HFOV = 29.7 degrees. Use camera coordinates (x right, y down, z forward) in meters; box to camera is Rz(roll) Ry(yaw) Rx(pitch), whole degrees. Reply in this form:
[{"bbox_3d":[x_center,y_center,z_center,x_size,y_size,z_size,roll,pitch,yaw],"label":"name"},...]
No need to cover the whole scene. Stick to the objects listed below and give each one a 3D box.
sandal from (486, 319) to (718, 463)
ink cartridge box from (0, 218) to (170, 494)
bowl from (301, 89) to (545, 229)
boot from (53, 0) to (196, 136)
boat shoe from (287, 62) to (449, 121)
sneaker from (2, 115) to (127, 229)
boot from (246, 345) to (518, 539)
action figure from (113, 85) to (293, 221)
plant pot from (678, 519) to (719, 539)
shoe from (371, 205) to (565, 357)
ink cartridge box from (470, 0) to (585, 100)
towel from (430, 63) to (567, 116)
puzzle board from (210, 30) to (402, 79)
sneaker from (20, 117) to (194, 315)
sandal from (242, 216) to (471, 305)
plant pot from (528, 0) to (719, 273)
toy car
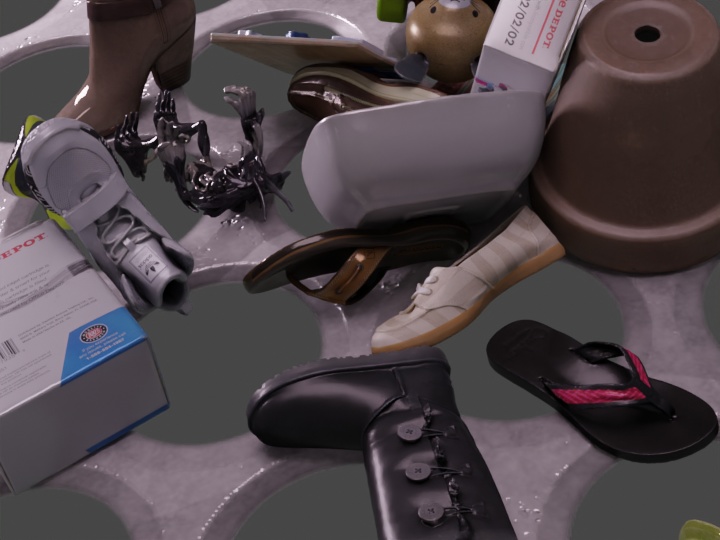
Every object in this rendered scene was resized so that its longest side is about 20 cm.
[{"bbox_3d":[0.173,0.081,1.012,0.199,0.046,0.075,28,53,37],"label":"sandal"},{"bbox_3d":[-0.266,0.064,1.110,0.144,0.085,0.200,-29,43,-18],"label":"ink cartridge box"},{"bbox_3d":[0.055,-0.081,1.140,0.197,0.200,0.076,-9,81,-9],"label":"bowl"},{"bbox_3d":[-0.256,-0.232,1.403,0.199,0.148,0.070,-35,47,-25],"label":"boot"},{"bbox_3d":[-0.001,-0.145,1.302,0.200,0.075,0.075,15,67,39],"label":"boat shoe"},{"bbox_3d":[-0.252,-0.079,1.208,0.080,0.200,0.075,17,82,13],"label":"sneaker"},{"bbox_3d":[0.010,0.151,0.964,0.162,0.066,0.201,-16,44,-2],"label":"boot"},{"bbox_3d":[-0.146,-0.113,1.276,0.198,0.103,0.118,24,39,37],"label":"action figure"},{"bbox_3d":[0.166,0.271,0.707,0.189,0.201,0.200,-37,44,-9],"label":"plant pot"},{"bbox_3d":[0.080,0.010,1.093,0.199,0.054,0.070,-31,6,-29],"label":"shoe"},{"bbox_3d":[0.146,-0.203,1.156,0.067,0.200,0.117,21,74,4],"label":"ink cartridge box"},{"bbox_3d":[0.157,-0.163,1.320,0.198,0.022,0.147,16,47,29],"label":"towel"},{"bbox_3d":[-0.039,-0.211,1.329,0.148,0.018,0.200,6,1,20],"label":"puzzle board"},{"bbox_3d":[-0.202,-0.039,1.133,0.075,0.201,0.115,-41,53,-11],"label":"sneaker"},{"bbox_3d":[0.000,0.000,1.143,0.197,0.082,0.055,-8,74,-11],"label":"sandal"},{"bbox_3d":[0.236,-0.127,1.121,0.197,0.176,0.202,-4,49,5],"label":"plant pot"},{"bbox_3d":[0.091,-0.248,1.315,0.161,0.159,0.202,6,48,3],"label":"toy car"}]
